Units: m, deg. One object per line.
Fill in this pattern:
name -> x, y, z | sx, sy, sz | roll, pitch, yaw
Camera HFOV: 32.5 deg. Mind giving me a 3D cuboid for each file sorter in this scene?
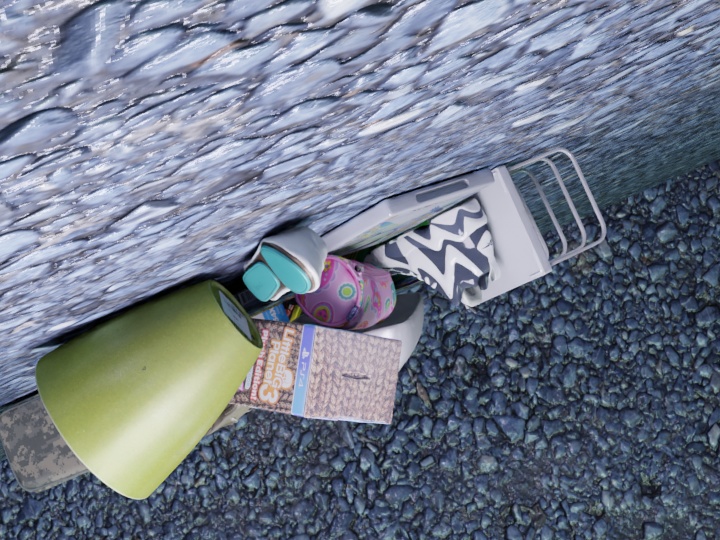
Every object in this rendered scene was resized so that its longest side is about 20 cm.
file sorter -> 0.200, -0.057, 1.580 | 0.124, 0.140, 0.200 | -24, 177, -27

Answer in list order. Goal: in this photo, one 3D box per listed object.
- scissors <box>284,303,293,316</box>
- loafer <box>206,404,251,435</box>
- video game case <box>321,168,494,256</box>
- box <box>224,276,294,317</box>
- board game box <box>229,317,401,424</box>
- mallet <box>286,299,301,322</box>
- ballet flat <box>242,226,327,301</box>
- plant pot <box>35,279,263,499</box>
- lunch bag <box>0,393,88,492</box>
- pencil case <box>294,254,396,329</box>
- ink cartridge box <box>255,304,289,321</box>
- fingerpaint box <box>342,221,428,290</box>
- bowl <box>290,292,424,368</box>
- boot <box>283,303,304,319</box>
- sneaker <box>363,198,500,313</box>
scissors -> -0.105, 0.047, 1.884 | 0.201, 0.014, 0.073 | -60, -176, 42
loafer -> -0.200, 0.196, 1.847 | 0.068, 0.077, 0.200 | -13, 172, -32
video game case -> 0.034, -0.058, 1.445 | 0.181, 0.022, 0.199 | -20, 175, -42
box -> -0.175, 0.050, 1.553 | 0.199, 0.040, 0.137 | -25, 174, 25
board game box -> -0.081, 0.111, 1.412 | 0.198, 0.098, 0.159 | 5, 174, 38
mallet -> -0.109, 0.090, 1.781 | 0.066, 0.041, 0.201 | -7, 129, -51
ballet flat -> -0.069, -0.013, 1.242 | 0.069, 0.070, 0.200 | -21, 180, -19
plant pot -> -0.208, 0.106, 1.314 | 0.199, 0.188, 0.187 | -38, 174, 7
lunch bag -> -0.417, 0.232, 1.844 | 0.198, 0.141, 0.168 | -23, 175, 15
pencil case -> -0.013, 0.027, 1.481 | 0.087, 0.088, 0.200 | -24, 171, 11
ink cartridge box -> -0.218, 0.116, 1.835 | 0.199, 0.085, 0.145 | -19, 175, -42
fingerpaint box -> 0.077, -0.022, 1.786 | 0.199, 0.074, 0.166 | -19, 174, -44
bowl -> -0.010, 0.098, 1.654 | 0.197, 0.076, 0.200 | -10, -170, 12
boot -> -0.068, 0.053, 1.958 | 0.163, 0.067, 0.200 | -3, 165, -13
sneaker -> 0.097, 0.005, 1.561 | 0.198, 0.131, 0.079 | -27, 179, 35
